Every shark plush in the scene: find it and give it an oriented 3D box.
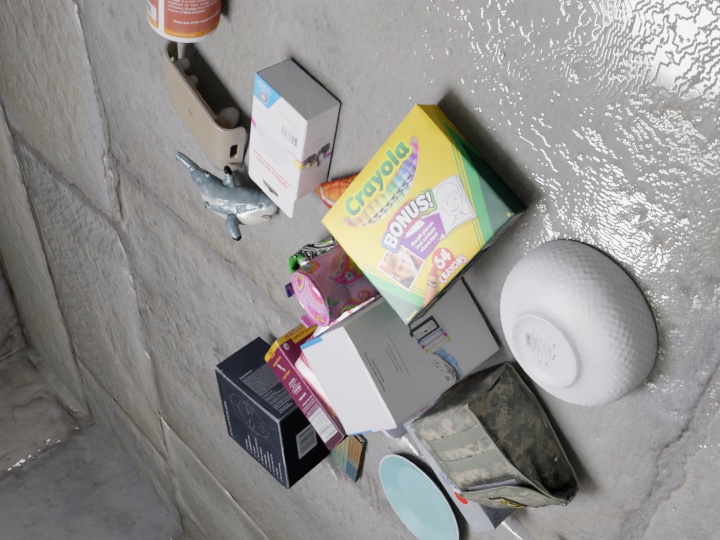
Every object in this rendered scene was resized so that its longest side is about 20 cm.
[{"bbox_3d":[-0.227,-0.144,1.480,0.200,0.090,0.084,43,130,16],"label":"shark plush"}]

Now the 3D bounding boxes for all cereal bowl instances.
[{"bbox_3d":[0.235,0.073,0.993,0.199,0.083,0.203,36,143,32],"label":"cereal bowl"}]

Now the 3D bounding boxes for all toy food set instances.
[{"bbox_3d":[-0.260,-0.276,1.444,0.202,0.060,0.144,54,161,10],"label":"toy food set"}]

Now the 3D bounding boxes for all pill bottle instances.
[{"bbox_3d":[-0.248,-0.435,1.219,0.112,0.111,0.201,45,147,19],"label":"pill bottle"}]

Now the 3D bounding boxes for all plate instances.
[{"bbox_3d":[0.108,0.408,1.530,0.199,0.025,0.203,35,142,34],"label":"plate"}]

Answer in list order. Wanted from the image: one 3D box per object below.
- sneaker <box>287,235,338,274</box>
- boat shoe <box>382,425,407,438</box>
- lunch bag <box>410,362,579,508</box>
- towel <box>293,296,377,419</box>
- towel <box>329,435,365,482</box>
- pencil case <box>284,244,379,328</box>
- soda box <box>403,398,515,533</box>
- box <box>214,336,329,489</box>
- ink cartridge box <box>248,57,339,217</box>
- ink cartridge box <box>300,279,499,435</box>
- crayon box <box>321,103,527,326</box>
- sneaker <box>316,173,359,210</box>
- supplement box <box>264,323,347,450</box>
[{"bbox_3d":[-0.044,-0.013,1.310,0.199,0.084,0.080,-19,90,58],"label":"sneaker"},{"bbox_3d":[0.022,0.179,1.419,0.065,0.072,0.204,-21,88,62],"label":"boat shoe"},{"bbox_3d":[0.189,0.250,1.187,0.201,0.117,0.164,53,149,-2],"label":"lunch bag"},{"bbox_3d":[-0.015,0.127,1.363,0.144,0.023,0.202,44,114,23],"label":"towel"},{"bbox_3d":[-0.066,0.310,1.703,0.199,0.022,0.148,40,145,26],"label":"towel"},{"bbox_3d":[0.000,0.000,1.155,0.087,0.198,0.089,38,145,34],"label":"pencil case"},{"bbox_3d":[0.155,0.294,1.318,0.202,0.068,0.063,56,148,4],"label":"soda box"},{"bbox_3d":[-0.170,0.275,1.680,0.195,0.123,0.203,31,140,34],"label":"box"},{"bbox_3d":[-0.102,-0.190,1.266,0.115,0.067,0.202,45,146,22],"label":"ink cartridge box"},{"bbox_3d":[0.053,0.104,1.171,0.147,0.198,0.147,60,150,-1],"label":"ink cartridge box"},{"bbox_3d":[0.072,-0.067,1.043,0.173,0.058,0.200,49,119,12],"label":"crayon box"},{"bbox_3d":[-0.005,-0.102,1.215,0.073,0.077,0.199,49,170,-24],"label":"sneaker"},{"bbox_3d":[-0.061,0.190,1.500,0.201,0.110,0.086,52,149,9],"label":"supplement box"}]
